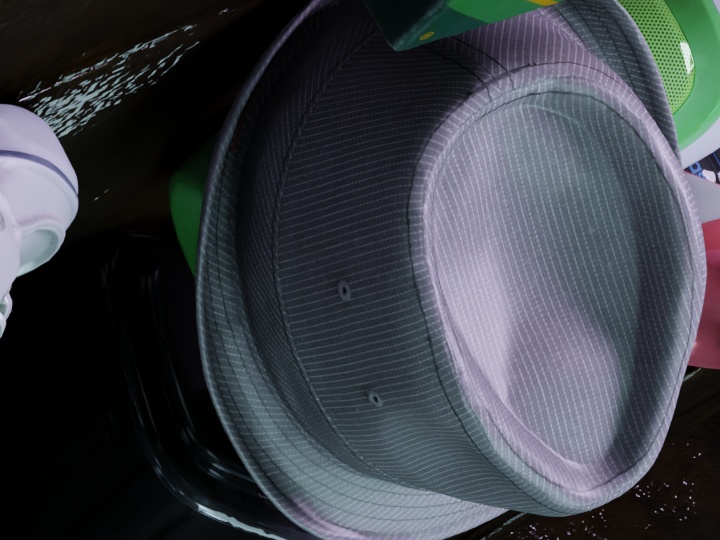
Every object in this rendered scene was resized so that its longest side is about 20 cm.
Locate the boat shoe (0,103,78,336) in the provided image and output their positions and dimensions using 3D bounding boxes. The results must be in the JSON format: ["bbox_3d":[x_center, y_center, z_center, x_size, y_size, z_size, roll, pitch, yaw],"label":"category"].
[{"bbox_3d":[-0.124,0.003,0.751,0.073,0.066,0.200,-36,169,23],"label":"boat shoe"}]

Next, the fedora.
[{"bbox_3d":[0.043,0.004,0.884,0.176,0.201,0.090,-20,-155,-23],"label":"fedora"}]

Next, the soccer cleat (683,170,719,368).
[{"bbox_3d":[0.065,-0.012,1.043,0.077,0.199,0.067,-60,155,-49],"label":"soccer cleat"}]

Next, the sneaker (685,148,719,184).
[{"bbox_3d":[0.109,-0.037,1.248,0.111,0.077,0.200,-26,175,-2],"label":"sneaker"}]

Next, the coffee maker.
[{"bbox_3d":[-0.111,0.094,1.036,0.200,0.135,0.192,-40,163,29],"label":"coffee maker"}]

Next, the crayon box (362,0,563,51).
[{"bbox_3d":[0.095,-0.132,0.814,0.200,0.052,0.126,-23,167,-47],"label":"crayon box"}]

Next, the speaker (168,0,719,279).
[{"bbox_3d":[0.039,-0.045,0.971,0.199,0.089,0.088,-29,170,-19],"label":"speaker"}]
